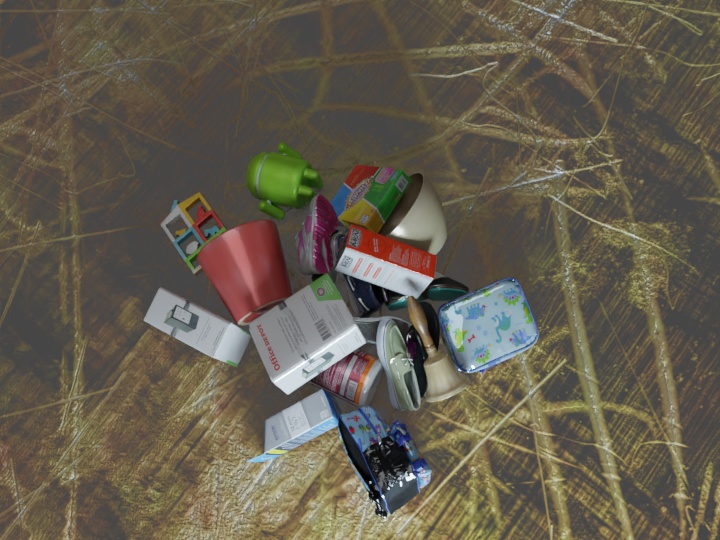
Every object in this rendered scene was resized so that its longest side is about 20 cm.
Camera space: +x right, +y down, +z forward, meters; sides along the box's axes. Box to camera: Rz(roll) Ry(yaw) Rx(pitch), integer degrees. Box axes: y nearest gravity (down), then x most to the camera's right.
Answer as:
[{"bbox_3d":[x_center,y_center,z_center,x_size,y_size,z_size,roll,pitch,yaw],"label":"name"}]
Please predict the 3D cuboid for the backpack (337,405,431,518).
[{"bbox_3d":[0.039,0.364,1.171,0.132,0.185,0.202,-29,59,-10],"label":"backpack"}]

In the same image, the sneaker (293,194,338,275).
[{"bbox_3d":[-0.109,-0.079,1.304,0.086,0.081,0.206,-18,51,35],"label":"sneaker"}]

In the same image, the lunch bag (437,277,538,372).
[{"bbox_3d":[0.269,0.121,1.244,0.195,0.082,0.165,-23,83,0],"label":"lunch bag"}]

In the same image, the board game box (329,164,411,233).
[{"bbox_3d":[0.011,-0.166,1.342,0.155,0.040,0.198,-56,33,-9],"label":"board game box"}]

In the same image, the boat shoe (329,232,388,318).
[{"bbox_3d":[0.000,0.000,1.303,0.073,0.092,0.205,-21,86,-39],"label":"boat shoe"}]

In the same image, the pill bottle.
[{"bbox_3d":[-0.056,0.209,1.262,0.195,0.110,0.112,22,77,15],"label":"pill bottle"}]

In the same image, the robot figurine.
[{"bbox_3d":[-0.191,-0.220,1.411,0.193,0.116,0.181,14,80,13],"label":"robot figurine"}]

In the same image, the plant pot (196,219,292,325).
[{"bbox_3d":[-0.249,0.013,1.321,0.196,0.201,0.182,-25,81,0],"label":"plant pot"}]

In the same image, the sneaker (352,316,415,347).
[{"bbox_3d":[0.035,0.134,1.297,0.193,0.085,0.076,11,88,-12],"label":"sneaker"}]

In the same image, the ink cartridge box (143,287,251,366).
[{"bbox_3d":[-0.364,0.129,1.315,0.195,0.146,0.086,24,78,15],"label":"ink cartridge box"}]

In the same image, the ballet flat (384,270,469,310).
[{"bbox_3d":[0.144,0.037,1.309,0.193,0.068,0.071,-9,63,5],"label":"ballet flat"}]

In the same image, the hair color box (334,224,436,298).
[{"bbox_3d":[0.052,-0.016,1.223,0.194,0.102,0.063,19,58,-10],"label":"hair color box"}]

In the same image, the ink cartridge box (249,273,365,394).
[{"bbox_3d":[-0.110,0.129,1.190,0.197,0.085,0.147,-32,57,-3],"label":"ink cartridge box"}]

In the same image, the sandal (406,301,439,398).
[{"bbox_3d":[0.127,0.170,1.240,0.074,0.047,0.208,4,89,47],"label":"sandal"}]

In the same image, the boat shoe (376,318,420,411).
[{"bbox_3d":[0.086,0.198,1.227,0.061,0.071,0.207,-4,106,40],"label":"boat shoe"}]

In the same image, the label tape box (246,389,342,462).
[{"bbox_3d":[-0.141,0.329,1.219,0.195,0.144,0.068,-26,71,0],"label":"label tape box"}]

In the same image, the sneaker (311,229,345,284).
[{"bbox_3d":[-0.106,-0.008,1.361,0.096,0.071,0.206,11,69,14],"label":"sneaker"}]

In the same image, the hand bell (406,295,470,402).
[{"bbox_3d":[0.140,0.148,1.179,0.101,0.104,0.206,-22,93,1],"label":"hand bell"}]

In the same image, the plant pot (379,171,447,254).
[{"bbox_3d":[0.119,-0.096,1.304,0.133,0.199,0.203,37,79,-18],"label":"plant pot"}]

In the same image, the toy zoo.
[{"bbox_3d":[-0.416,-0.104,1.461,0.130,0.021,0.201,-38,72,-4],"label":"toy zoo"}]
